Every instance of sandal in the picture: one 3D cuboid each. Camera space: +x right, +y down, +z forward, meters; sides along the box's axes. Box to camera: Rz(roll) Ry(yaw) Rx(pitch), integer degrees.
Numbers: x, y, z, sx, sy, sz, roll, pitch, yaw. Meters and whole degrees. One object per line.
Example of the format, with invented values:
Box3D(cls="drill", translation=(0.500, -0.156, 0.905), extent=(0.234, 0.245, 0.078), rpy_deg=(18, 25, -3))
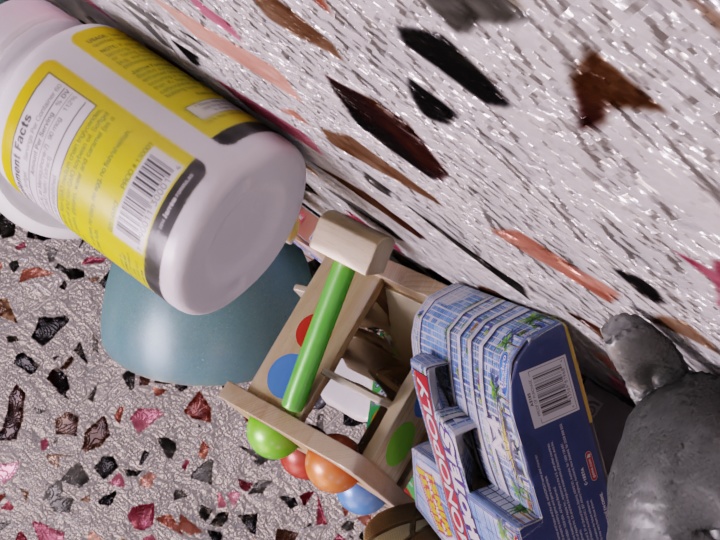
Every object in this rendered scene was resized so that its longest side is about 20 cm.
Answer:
Box3D(cls="sandal", translation=(0.095, 0.192, 0.828), extent=(0.199, 0.054, 0.080), rpy_deg=(-4, -159, -20))

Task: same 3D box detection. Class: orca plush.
Box3D(cls="orca plush", translation=(-0.026, 0.078, 1.163), extent=(0.199, 0.106, 0.071), rpy_deg=(27, -170, 38))

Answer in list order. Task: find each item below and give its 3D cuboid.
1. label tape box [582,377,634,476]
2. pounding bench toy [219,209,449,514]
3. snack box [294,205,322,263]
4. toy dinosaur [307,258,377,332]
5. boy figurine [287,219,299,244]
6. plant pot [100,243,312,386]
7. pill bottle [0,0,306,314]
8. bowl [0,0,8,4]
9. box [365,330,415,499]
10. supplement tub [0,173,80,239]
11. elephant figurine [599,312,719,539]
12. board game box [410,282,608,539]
Box3D(cls="label tape box", translation=(0.220, 0.159, 0.723), extent=(0.200, 0.063, 0.144), rpy_deg=(32, 175, 42))
Box3D(cls="pounding bench toy", translation=(-0.013, 0.067, 0.820), extent=(0.124, 0.157, 0.200), rpy_deg=(24, 166, 31))
Box3D(cls="snack box", translation=(0.000, 0.000, 0.978), extent=(0.199, 0.024, 0.072), rpy_deg=(36, 174, 0))
Box3D(cls="toy dinosaur", translation=(-0.002, 0.025, 1.159), extent=(0.088, 0.048, 0.200), rpy_deg=(44, 170, -15))
Box3D(cls="boy figurine", translation=(-0.098, -0.043, 0.883), extent=(0.124, 0.065, 0.200), rpy_deg=(17, 170, -22))
Box3D(cls="plant pot", translation=(-0.133, -0.006, 1.063), extent=(0.198, 0.136, 0.200), rpy_deg=(2, -155, -1))
Box3D(cls="pill bottle", translation=(-0.140, -0.073, 0.698), extent=(0.199, 0.115, 0.114), rpy_deg=(35, 176, 20))
Box3D(cls="bowl", translation=(-0.284, -0.138, 0.811), extent=(0.200, 0.202, 0.105), rpy_deg=(33, -165, 34))
Box3D(cls="box", translation=(0.053, 0.132, 1.064), extent=(0.118, 0.048, 0.200), rpy_deg=(61, -158, -26))
Box3D(cls="supplement tub", translation=(-0.241, -0.102, 0.974), extent=(0.144, 0.145, 0.200), rpy_deg=(37, 175, -17))
Box3D(cls="elephant figurine", translation=(0.128, 0.154, 0.465), extent=(0.155, 0.201, 0.141), rpy_deg=(32, 175, 42))
Box3D(cls="board game box", translation=(0.078, 0.116, 0.721), extent=(0.200, 0.061, 0.201), rpy_deg=(-160, 52, -71))
